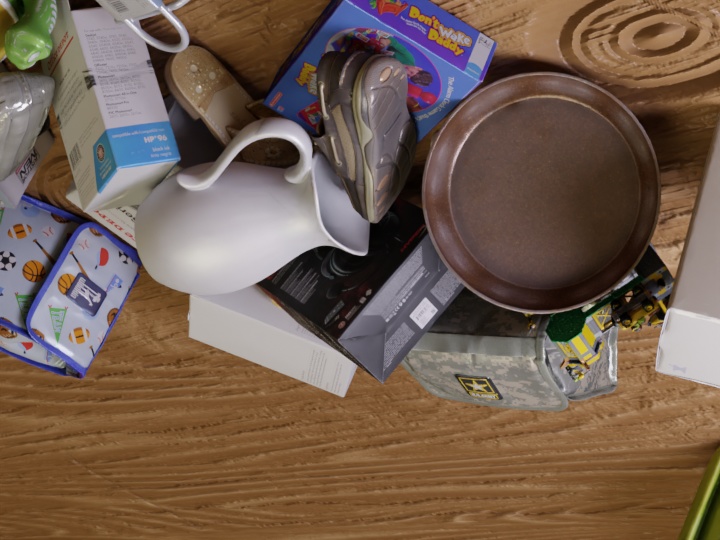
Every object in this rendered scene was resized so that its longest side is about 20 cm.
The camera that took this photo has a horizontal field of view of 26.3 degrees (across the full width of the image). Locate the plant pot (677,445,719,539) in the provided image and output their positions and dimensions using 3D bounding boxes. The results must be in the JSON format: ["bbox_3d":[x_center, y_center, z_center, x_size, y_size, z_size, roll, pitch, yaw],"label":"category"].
[{"bbox_3d":[0.458,0.302,1.664,0.181,0.200,0.199,-1,144,50],"label":"plant pot"}]

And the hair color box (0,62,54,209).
[{"bbox_3d":[-0.405,-0.165,1.607,0.060,0.099,0.200,9,148,26],"label":"hair color box"}]

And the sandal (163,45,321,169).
[{"bbox_3d":[-0.090,-0.133,1.449,0.212,0.078,0.070,41,156,-20],"label":"sandal"}]

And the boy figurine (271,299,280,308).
[{"bbox_3d":[-0.016,0.007,1.648,0.199,0.065,0.124,0,146,32],"label":"boy figurine"}]

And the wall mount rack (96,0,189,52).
[{"bbox_3d":[-0.188,-0.278,1.296,0.173,0.075,0.200,-5,141,47],"label":"wall mount rack"}]

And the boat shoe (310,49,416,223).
[{"bbox_3d":[0.001,-0.121,1.332,0.073,0.075,0.200,27,148,20],"label":"boat shoe"}]

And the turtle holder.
[{"bbox_3d":[-0.369,-0.234,1.428,0.185,0.132,0.141,30,151,-6],"label":"turtle holder"}]

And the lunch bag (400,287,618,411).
[{"bbox_3d":[0.143,0.072,1.498,0.164,0.118,0.200,4,-175,31],"label":"lunch bag"}]

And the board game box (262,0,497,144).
[{"bbox_3d":[0.012,-0.171,1.348,0.134,0.045,0.200,30,151,-12],"label":"board game box"}]

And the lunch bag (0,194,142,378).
[{"bbox_3d":[-0.378,0.016,1.821,0.200,0.170,0.124,26,156,-1],"label":"lunch bag"}]

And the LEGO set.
[{"bbox_3d":[0.215,0.017,1.367,0.116,0.154,0.200,51,180,-40],"label":"LEGO set"}]

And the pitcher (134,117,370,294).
[{"bbox_3d":[-0.112,-0.062,1.404,0.199,0.121,0.172,-12,135,21],"label":"pitcher"}]

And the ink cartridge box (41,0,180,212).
[{"bbox_3d":[-0.242,-0.170,1.450,0.068,0.201,0.116,-11,167,-30],"label":"ink cartridge box"}]

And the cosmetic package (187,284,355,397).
[{"bbox_3d":[-0.091,0.057,1.763,0.199,0.085,0.108,23,151,3],"label":"cosmetic package"}]

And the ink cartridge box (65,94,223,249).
[{"bbox_3d":[-0.191,-0.089,1.592,0.146,0.084,0.200,38,148,-23],"label":"ink cartridge box"}]

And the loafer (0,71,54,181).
[{"bbox_3d":[-0.337,-0.138,1.503,0.070,0.070,0.200,69,157,7],"label":"loafer"}]

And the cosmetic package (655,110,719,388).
[{"bbox_3d":[0.302,-0.016,1.231,0.087,0.200,0.103,15,151,12],"label":"cosmetic package"}]

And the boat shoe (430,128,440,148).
[{"bbox_3d":[0.092,-0.065,1.438,0.069,0.071,0.200,5,148,27],"label":"boat shoe"}]

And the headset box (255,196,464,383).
[{"bbox_3d":[0.000,0.000,1.479,0.077,0.149,0.200,45,173,-34],"label":"headset box"}]

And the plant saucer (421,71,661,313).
[{"bbox_3d":[0.152,-0.065,1.294,0.200,0.201,0.034,16,-172,13],"label":"plant saucer"}]
